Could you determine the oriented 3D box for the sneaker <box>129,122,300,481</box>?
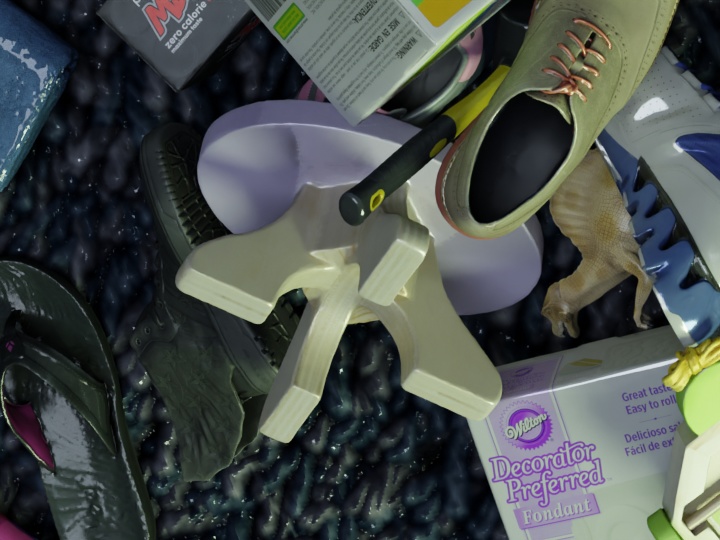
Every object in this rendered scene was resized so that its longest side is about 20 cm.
[{"bbox_3d":[-0.099,0.019,1.701,0.104,0.060,0.200,-18,105,38],"label":"sneaker"}]

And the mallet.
[{"bbox_3d":[0.050,-0.070,1.569,0.041,0.200,0.066,20,137,27],"label":"mallet"}]

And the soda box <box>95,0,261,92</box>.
[{"bbox_3d":[-0.053,-0.194,1.653,0.071,0.063,0.200,44,110,3],"label":"soda box"}]

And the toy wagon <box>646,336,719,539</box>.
[{"bbox_3d":[0.225,0.103,1.564,0.155,0.040,0.200,-38,113,8],"label":"toy wagon"}]

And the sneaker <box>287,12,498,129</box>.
[{"bbox_3d":[-0.005,-0.086,1.652,0.070,0.082,0.200,45,110,3],"label":"sneaker"}]

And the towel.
[{"bbox_3d":[-0.264,-0.136,1.734,0.200,0.049,0.112,35,109,7],"label":"towel"}]

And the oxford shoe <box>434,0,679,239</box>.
[{"bbox_3d":[0.110,-0.099,1.501,0.070,0.075,0.200,29,93,-6],"label":"oxford shoe"}]

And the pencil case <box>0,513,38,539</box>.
[{"bbox_3d":[-0.201,0.206,1.771,0.200,0.088,0.089,31,108,8],"label":"pencil case"}]

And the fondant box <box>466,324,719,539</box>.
[{"bbox_3d":[0.157,0.137,1.651,0.144,0.058,0.200,-14,106,18],"label":"fondant box"}]

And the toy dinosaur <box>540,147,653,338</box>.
[{"bbox_3d":[0.155,-0.042,1.629,0.101,0.058,0.200,20,106,12],"label":"toy dinosaur"}]

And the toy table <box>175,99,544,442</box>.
[{"bbox_3d":[0.000,0.000,1.612,0.199,0.117,0.184,15,138,-4],"label":"toy table"}]

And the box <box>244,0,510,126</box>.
[{"bbox_3d":[0.049,-0.184,1.543,0.101,0.200,0.112,49,149,1],"label":"box"}]

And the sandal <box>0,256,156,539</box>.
[{"bbox_3d":[-0.175,0.086,1.755,0.075,0.048,0.201,-20,96,19],"label":"sandal"}]

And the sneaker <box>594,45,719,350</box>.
[{"bbox_3d":[0.185,-0.066,1.561,0.115,0.081,0.200,-23,66,8],"label":"sneaker"}]
